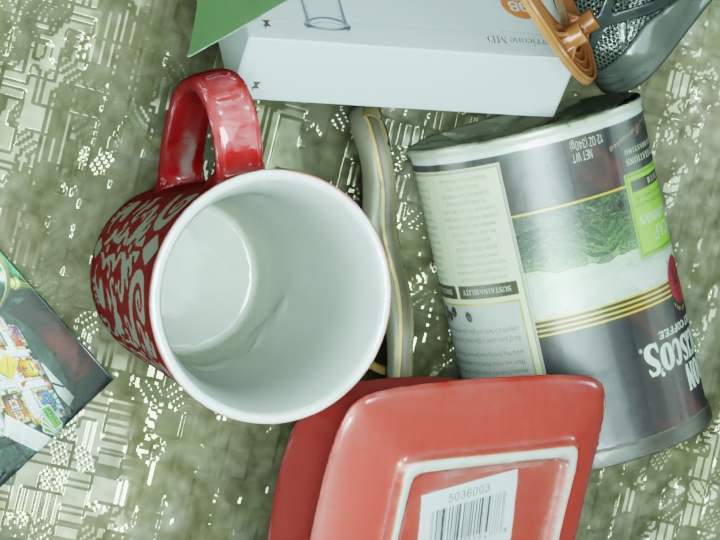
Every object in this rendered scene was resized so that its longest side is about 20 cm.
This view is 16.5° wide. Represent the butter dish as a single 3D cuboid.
[{"bbox_3d":[0.018,0.134,1.411,0.199,0.148,0.201,-2,112,-38],"label":"butter dish"}]

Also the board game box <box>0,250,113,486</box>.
[{"bbox_3d":[-0.244,0.024,1.431,0.105,0.023,0.200,-42,106,-10],"label":"board game box"}]

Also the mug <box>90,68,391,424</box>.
[{"bbox_3d":[-0.071,-0.012,1.396,0.133,0.200,0.179,19,86,-19],"label":"mug"}]

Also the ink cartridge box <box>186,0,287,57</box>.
[{"bbox_3d":[-0.041,-0.220,1.346,0.145,0.201,0.048,-27,122,27],"label":"ink cartridge box"}]

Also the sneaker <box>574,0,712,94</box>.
[{"bbox_3d":[0.182,-0.218,1.537,0.114,0.076,0.200,42,85,-23],"label":"sneaker"}]

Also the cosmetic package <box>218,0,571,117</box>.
[{"bbox_3d":[0.011,-0.162,1.447,0.198,0.052,0.152,2,48,-20],"label":"cosmetic package"}]

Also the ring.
[{"bbox_3d":[0.088,-0.197,1.395,0.019,0.201,0.201,-28,104,14],"label":"ring"}]

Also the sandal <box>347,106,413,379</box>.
[{"bbox_3d":[0.000,0.000,1.491,0.054,0.080,0.202,-6,94,-3],"label":"sandal"}]

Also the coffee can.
[{"bbox_3d":[0.119,0.008,1.492,0.145,0.146,0.202,-16,98,-17],"label":"coffee can"}]
